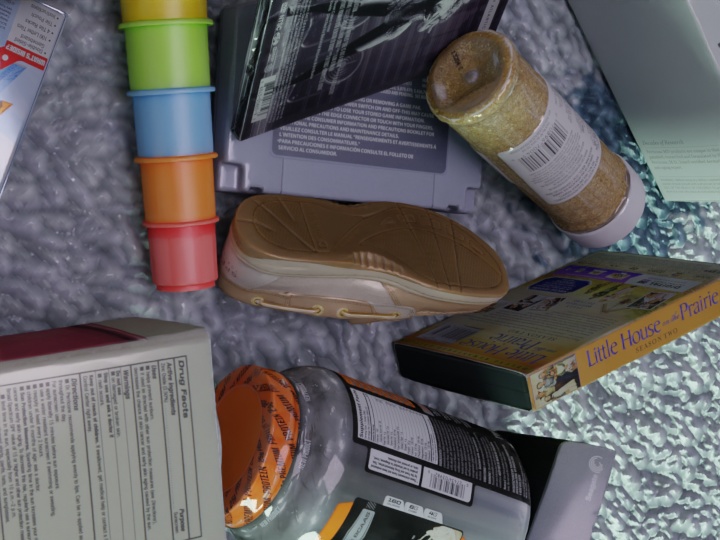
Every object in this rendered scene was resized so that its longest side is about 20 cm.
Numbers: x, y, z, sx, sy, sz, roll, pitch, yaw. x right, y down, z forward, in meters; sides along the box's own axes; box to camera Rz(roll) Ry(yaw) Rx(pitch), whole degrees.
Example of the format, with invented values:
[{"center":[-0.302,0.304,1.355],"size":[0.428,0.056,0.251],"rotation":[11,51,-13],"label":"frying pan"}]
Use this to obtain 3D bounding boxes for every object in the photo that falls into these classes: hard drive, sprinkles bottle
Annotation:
[{"center":[0.093,0.203,0.940],"size":[0.042,0.135,0.201],"rotation":[27,78,-20],"label":"hard drive"},{"center":[0.123,-0.085,0.948],"size":[0.200,0.068,0.068],"rotation":[35,74,-46],"label":"sprinkles bottle"}]

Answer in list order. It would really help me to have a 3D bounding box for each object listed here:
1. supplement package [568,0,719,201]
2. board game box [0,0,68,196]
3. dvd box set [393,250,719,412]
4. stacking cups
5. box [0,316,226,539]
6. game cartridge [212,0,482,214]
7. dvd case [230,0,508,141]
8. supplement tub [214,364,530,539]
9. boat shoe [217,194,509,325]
[{"center":[0.259,-0.164,1.032],"size":[0.117,0.117,0.200],"rotation":[-40,112,-23],"label":"supplement package"},{"center":[-0.281,-0.085,0.736],"size":[0.200,0.041,0.200],"rotation":[24,80,-31],"label":"board game box"},{"center":[0.143,0.036,0.953],"size":[0.200,0.146,0.030],"rotation":[-23,107,-30],"label":"dvd box set"},{"center":[-0.117,-0.088,0.837],"size":[0.060,0.060,0.201],"rotation":[-5,99,-32],"label":"stacking cups"},{"center":[-0.188,0.103,0.767],"size":[0.199,0.109,0.128],"rotation":[-7,97,-32],"label":"box"},{"center":[-0.004,-0.110,0.916],"size":[0.199,0.041,0.134],"rotation":[4,86,-33],"label":"game cartridge"},{"center":[0.019,-0.161,0.839],"size":[0.200,0.149,0.016],"rotation":[-23,62,-29],"label":"dvd case"},{"center":[-0.001,0.134,0.880],"size":[0.200,0.122,0.123],"rotation":[23,81,-31],"label":"supplement tub"},{"center":[0.000,0.000,0.907],"size":[0.199,0.069,0.074],"rotation":[10,47,-25],"label":"boat shoe"}]
